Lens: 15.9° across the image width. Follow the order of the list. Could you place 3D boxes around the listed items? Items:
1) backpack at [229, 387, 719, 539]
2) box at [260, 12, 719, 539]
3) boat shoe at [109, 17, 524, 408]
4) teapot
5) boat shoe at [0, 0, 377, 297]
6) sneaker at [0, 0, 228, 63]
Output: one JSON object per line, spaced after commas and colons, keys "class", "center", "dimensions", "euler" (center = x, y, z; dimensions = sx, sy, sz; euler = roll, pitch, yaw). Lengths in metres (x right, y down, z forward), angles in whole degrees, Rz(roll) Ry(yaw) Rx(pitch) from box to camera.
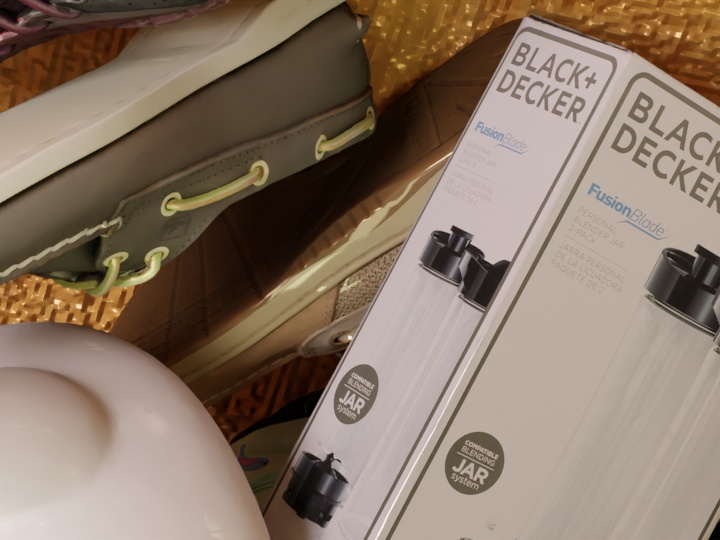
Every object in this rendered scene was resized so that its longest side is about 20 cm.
{"class": "backpack", "center": [0.025, 0.130, 0.902], "dimensions": [0.200, 0.127, 0.167], "euler": [28, 122, -25]}
{"class": "box", "center": [0.058, 0.039, 0.776], "dimensions": [0.116, 0.060, 0.200], "euler": [29, 89, -32]}
{"class": "boat shoe", "center": [0.000, 0.000, 0.837], "dimensions": [0.200, 0.071, 0.065], "euler": [-33, 122, 21]}
{"class": "teapot", "center": [-0.123, 0.116, 0.750], "dimensions": [0.146, 0.197, 0.201], "euler": [-13, 92, -35]}
{"class": "boat shoe", "center": [-0.066, -0.029, 0.740], "dimensions": [0.072, 0.202, 0.060], "euler": [-1, 116, 45]}
{"class": "sneaker", "center": [-0.108, -0.064, 0.698], "dimensions": [0.076, 0.116, 0.200], "euler": [48, 155, -21]}
